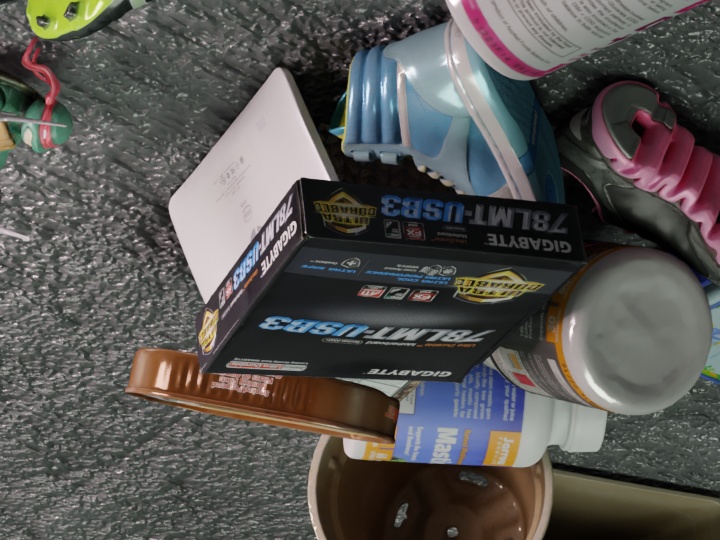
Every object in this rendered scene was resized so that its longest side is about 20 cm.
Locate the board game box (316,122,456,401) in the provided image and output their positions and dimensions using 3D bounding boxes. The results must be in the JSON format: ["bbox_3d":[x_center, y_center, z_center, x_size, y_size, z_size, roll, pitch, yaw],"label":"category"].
[{"bbox_3d":[0.000,0.000,1.719,0.159,0.097,0.200,14,148,-23],"label":"board game box"}]

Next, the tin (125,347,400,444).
[{"bbox_3d":[-0.069,0.089,1.699,0.200,0.042,0.112,9,168,16],"label":"tin"}]

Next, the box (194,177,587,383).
[{"bbox_3d":[0.016,0.013,1.564,0.200,0.050,0.199,5,150,-24],"label":"box"}]

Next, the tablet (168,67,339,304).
[{"bbox_3d":[-0.070,-0.036,1.633,0.014,0.130,0.200,-13,161,-33],"label":"tablet"}]

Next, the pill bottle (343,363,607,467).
[{"bbox_3d":[0.090,0.098,1.876,0.200,0.112,0.112,4,150,-4],"label":"pill bottle"}]

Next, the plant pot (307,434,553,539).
[{"bbox_3d":[0.068,0.204,2.009,0.200,0.201,0.184,-4,161,7],"label":"plant pot"}]

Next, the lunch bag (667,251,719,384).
[{"bbox_3d":[0.316,0.014,1.756,0.161,0.083,0.200,19,145,-32],"label":"lunch bag"}]

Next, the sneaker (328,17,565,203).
[{"bbox_3d":[0.055,-0.080,1.581,0.130,0.080,0.200,-10,128,21],"label":"sneaker"}]

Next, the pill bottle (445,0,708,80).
[{"bbox_3d":[0.152,-0.194,1.360,0.200,0.113,0.113,-23,143,35],"label":"pill bottle"}]

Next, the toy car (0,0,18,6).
[{"bbox_3d":[-0.149,-0.226,1.218,0.164,0.200,0.158,-12,148,20],"label":"toy car"}]

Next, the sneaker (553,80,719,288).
[{"bbox_3d":[0.208,-0.046,1.640,0.200,0.079,0.095,43,142,-20],"label":"sneaker"}]

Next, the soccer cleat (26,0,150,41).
[{"bbox_3d":[-0.121,-0.186,1.432,0.200,0.068,0.081,-26,154,38],"label":"soccer cleat"}]

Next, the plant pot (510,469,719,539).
[{"bbox_3d":[0.203,0.307,2.182,0.200,0.200,0.177,11,161,-19],"label":"plant pot"}]

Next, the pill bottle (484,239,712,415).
[{"bbox_3d":[0.153,0.036,1.696,0.116,0.116,0.200,15,177,-24],"label":"pill bottle"}]

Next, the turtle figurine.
[{"bbox_3d":[-0.263,-0.090,1.563,0.200,0.101,0.150,8,138,18],"label":"turtle figurine"}]
